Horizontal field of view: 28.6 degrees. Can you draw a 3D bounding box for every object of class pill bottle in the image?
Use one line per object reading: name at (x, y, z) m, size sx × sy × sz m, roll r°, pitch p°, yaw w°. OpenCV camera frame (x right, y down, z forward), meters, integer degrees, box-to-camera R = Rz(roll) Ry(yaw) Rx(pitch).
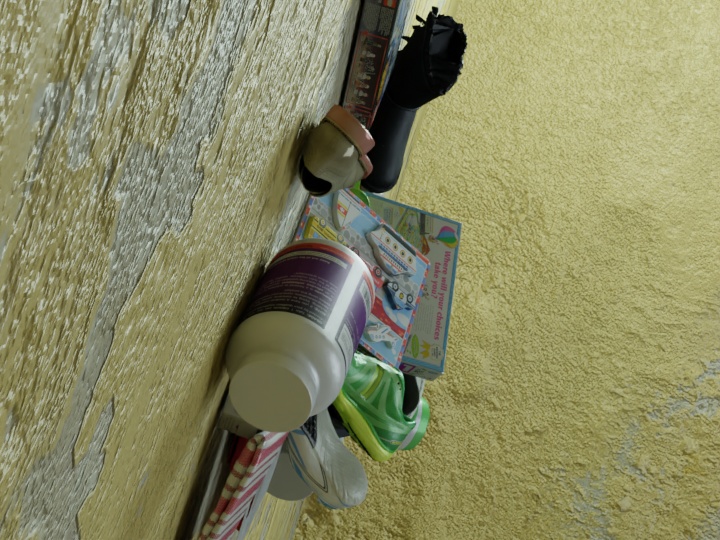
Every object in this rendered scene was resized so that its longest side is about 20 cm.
pill bottle at (-0.075, 0.214, 1.901) m, size 0.200 × 0.108 × 0.109 m, roll -67°, pitch 174°, yaw -55°
pill bottle at (-0.058, 0.061, 1.323) m, size 0.200 × 0.112 × 0.113 m, roll -66°, pitch 173°, yaw -56°

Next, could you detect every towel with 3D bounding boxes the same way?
towel at (-0.135, 0.238, 1.421) m, size 0.201 × 0.030 × 0.146 m, roll -61°, pitch 176°, yaw 4°

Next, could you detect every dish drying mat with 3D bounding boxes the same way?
dish drying mat at (-0.112, 0.121, 1.568) m, size 0.077 × 0.018 × 0.201 m, roll -96°, pitch -158°, yaw -89°

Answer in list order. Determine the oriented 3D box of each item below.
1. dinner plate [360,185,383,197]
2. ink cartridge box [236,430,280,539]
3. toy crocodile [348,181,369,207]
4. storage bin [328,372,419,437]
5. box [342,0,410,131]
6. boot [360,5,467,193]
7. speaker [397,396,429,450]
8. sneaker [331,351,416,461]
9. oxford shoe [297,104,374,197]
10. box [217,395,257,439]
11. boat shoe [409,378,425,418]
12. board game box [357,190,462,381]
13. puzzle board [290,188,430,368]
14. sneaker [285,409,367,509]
dinner plate at (0.011, -0.074, 1.834) m, size 0.200 × 0.024 × 0.201 m, roll 175°, pitch -90°, yaw -83°
ink cartridge box at (-0.125, 0.220, 1.626) m, size 0.200 × 0.050 × 0.163 m, roll -54°, pitch 163°, yaw -73°
toy crocodile at (-0.036, -0.037, 1.644) m, size 0.067 × 0.062 × 0.201 m, roll 153°, pitch -48°, yaw -67°
storage bin at (-0.014, 0.108, 1.719) m, size 0.134 × 0.145 × 0.201 m, roll 123°, pitch -45°, yaw -62°
box at (0.024, -0.270, 1.569) m, size 0.200 × 0.040 × 0.137 m, roll 104°, pitch 3°, yaw -46°
boot at (0.060, -0.205, 1.699) m, size 0.162 × 0.073 × 0.199 m, roll -23°, pitch -127°, yaw 59°
speaker at (-0.011, 0.170, 1.839) m, size 0.088 × 0.199 × 0.089 m, roll -46°, pitch -148°, yaw 40°
sneaker at (0.000, 0.120, 1.570) m, size 0.083 × 0.074 × 0.200 m, roll -37°, pitch 123°, yaw -16°
oxford shoe at (-0.035, -0.108, 1.396) m, size 0.074 × 0.071 × 0.200 m, roll -46°, pitch 174°, yaw -7°
box at (-0.092, 0.073, 1.432) m, size 0.041 × 0.039 × 0.201 m, roll 114°, pitch -4°, yaw -58°
boat shoe at (0.042, 0.102, 1.795) m, size 0.060 × 0.072 × 0.202 m, roll 13°, pitch -81°, yaw 50°
board game box at (0.044, 0.018, 1.674) m, size 0.034 × 0.134 × 0.201 m, roll 136°, pitch -33°, yaw -59°
puzzle board at (0.000, 0.000, 1.583) m, size 0.017 × 0.200 × 0.151 m, roll -10°, pitch -129°, yaw 43°
sneaker at (-0.061, 0.177, 1.541) m, size 0.072 × 0.072 × 0.201 m, roll -45°, pitch 114°, yaw -50°
